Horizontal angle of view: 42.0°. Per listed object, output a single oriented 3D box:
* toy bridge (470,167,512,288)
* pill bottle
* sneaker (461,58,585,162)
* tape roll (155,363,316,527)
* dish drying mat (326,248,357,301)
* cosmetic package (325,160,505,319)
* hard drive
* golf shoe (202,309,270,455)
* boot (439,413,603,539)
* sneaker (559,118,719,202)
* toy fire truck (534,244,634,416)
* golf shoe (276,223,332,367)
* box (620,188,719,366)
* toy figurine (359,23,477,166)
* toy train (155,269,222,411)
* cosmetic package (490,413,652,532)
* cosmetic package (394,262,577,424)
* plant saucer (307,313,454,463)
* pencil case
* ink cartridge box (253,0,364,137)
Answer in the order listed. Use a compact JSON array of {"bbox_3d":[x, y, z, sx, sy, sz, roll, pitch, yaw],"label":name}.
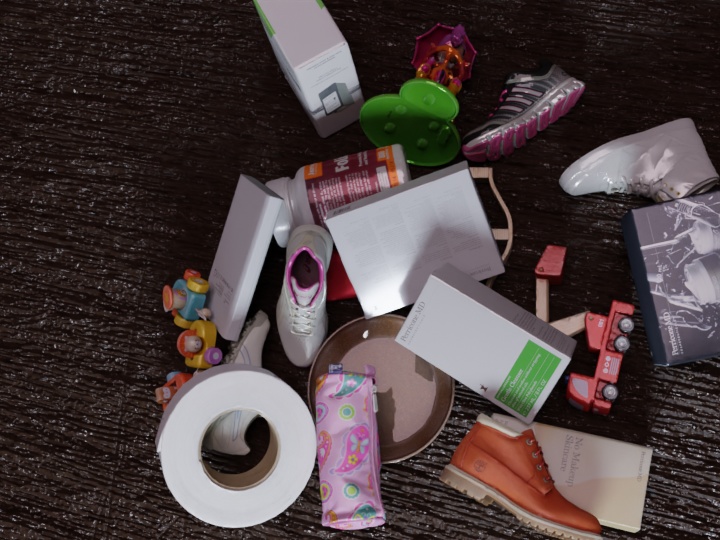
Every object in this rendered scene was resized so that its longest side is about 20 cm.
[{"bbox_3d":[0.178,-0.046,1.302,0.067,0.027,0.201,0,74,11],"label":"toy bridge"},{"bbox_3d":[-0.026,-0.100,1.312,0.199,0.114,0.115,-13,71,6],"label":"pill bottle"},{"bbox_3d":[0.216,-0.231,1.330,0.199,0.074,0.088,-34,69,-5],"label":"sneaker"},{"bbox_3d":[-0.161,0.223,1.212,0.201,0.071,0.204,-1,92,-15],"label":"tape roll"},{"bbox_3d":[0.000,0.000,1.327,0.199,0.018,0.077,-8,72,8],"label":"dish drying mat"},{"bbox_3d":[0.073,-0.039,1.243,0.199,0.052,0.151,-19,106,10],"label":"cosmetic package"},{"bbox_3d":[-0.165,-0.020,1.282,0.132,0.026,0.201,37,110,60],"label":"hard drive"},{"bbox_3d":[-0.155,0.157,1.292,0.097,0.078,0.201,25,79,-7],"label":"golf shoe"},{"bbox_3d":[0.204,0.247,1.107,0.199,0.075,0.108,26,78,18],"label":"boot"},{"bbox_3d":[0.379,-0.120,1.262,0.199,0.074,0.116,-21,67,2],"label":"sneaker"},{"bbox_3d":[0.283,0.078,1.231,0.140,0.049,0.201,14,77,15],"label":"toy fire truck"},{"bbox_3d":[-0.080,0.042,1.258,0.075,0.092,0.201,3,106,2],"label":"golf shoe"},{"bbox_3d":[0.442,0.006,1.174,0.181,0.104,0.201,-13,83,8],"label":"box"},{"bbox_3d":[0.105,-0.276,1.318,0.150,0.200,0.185,25,66,-4],"label":"toy figurine"},{"bbox_3d":[-0.255,0.098,1.291,0.150,0.055,0.201,-35,57,41],"label":"toy train"},{"bbox_3d":[0.254,0.252,1.170,0.199,0.071,0.106,9,75,14],"label":"cosmetic package"},{"bbox_3d":[0.158,0.089,1.186,0.199,0.085,0.108,30,109,10],"label":"cosmetic package"},{"bbox_3d":[0.029,0.160,1.261,0.199,0.037,0.202,-3,71,10],"label":"plant saucer"},{"bbox_3d":[-0.012,0.223,1.186,0.087,0.087,0.201,-6,71,9],"label":"pencil case"},{"bbox_3d":[-0.069,-0.305,1.340,0.084,0.200,0.146,-29,70,-2],"label":"ink cartridge box"}]
